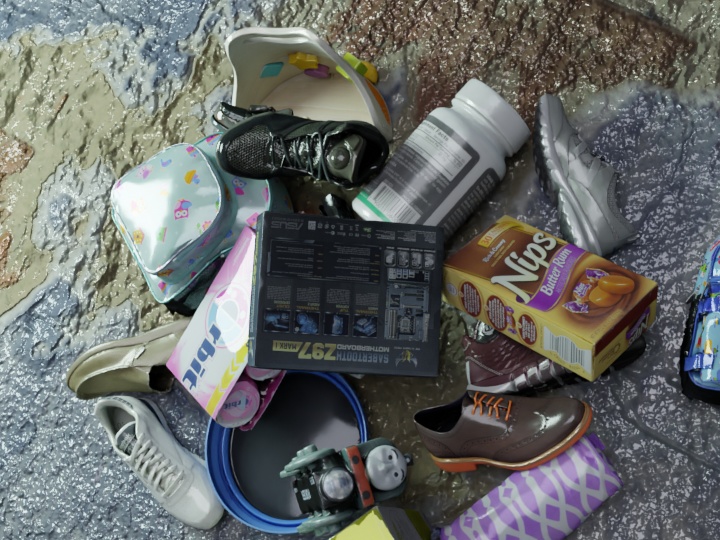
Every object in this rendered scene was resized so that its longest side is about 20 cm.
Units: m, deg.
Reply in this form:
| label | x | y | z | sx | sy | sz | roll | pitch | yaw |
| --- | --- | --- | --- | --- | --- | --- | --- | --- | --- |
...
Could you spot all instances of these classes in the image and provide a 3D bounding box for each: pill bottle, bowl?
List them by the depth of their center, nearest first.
| label | x | y | z | sx | sy | sz | roll | pitch | yaw |
| --- | --- | --- | --- | --- | --- | --- | --- | --- | --- |
| pill bottle | 0.093 | -0.110 | 1.172 | 0.200 | 0.113 | 0.113 | -47 | 66 | 1 |
| bowl | -0.081 | 0.199 | 1.185 | 0.198 | 0.039 | 0.204 | -5 | 74 | 18 |

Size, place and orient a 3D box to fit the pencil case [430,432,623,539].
| label | x | y | z | sx | sy | sz | roll | pitch | yaw |
| --- | --- | --- | --- | --- | --- | --- | --- | --- | --- |
| pencil case | 0.174 | 0.246 | 1.061 | 0.199 | 0.085 | 0.084 | -37 | 83 | 6 |

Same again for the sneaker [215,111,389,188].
| label | x | y | z | sx | sy | sz | roll | pitch | yaw |
| --- | --- | --- | --- | --- | --- | --- | --- | --- | --- |
| sneaker | -0.061 | -0.134 | 1.146 | 0.196 | 0.114 | 0.077 | 1 | 100 | -10 |

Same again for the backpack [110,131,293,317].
| label | x | y | z | sx | sy | sz | roll | pitch | yaw |
| --- | --- | --- | --- | --- | --- | --- | --- | --- | --- |
| backpack | -0.187 | -0.068 | 1.239 | 0.199 | 0.154 | 0.177 | -32 | 62 | -1 |

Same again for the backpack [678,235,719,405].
| label | x | y | z | sx | sy | sz | roll | pitch | yaw |
| --- | --- | --- | --- | --- | --- | --- | --- | --- | --- |
| backpack | 0.414 | 0.036 | 1.012 | 0.180 | 0.135 | 0.203 | 10 | 76 | 20 |

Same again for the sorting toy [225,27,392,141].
| label | x | y | z | sx | sy | sz | roll | pitch | yaw |
| --- | --- | --- | --- | --- | --- | --- | --- | --- | --- |
| sorting toy | -0.071 | -0.236 | 1.226 | 0.197 | 0.180 | 0.108 | 6 | 77 | 19 |

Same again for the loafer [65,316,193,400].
| label | x | y | z | sx | sy | sz | roll | pitch | yaw |
| --- | --- | --- | --- | --- | --- | --- | --- | --- | --- |
| loafer | -0.267 | 0.118 | 1.251 | 0.198 | 0.076 | 0.068 | -24 | 63 | 11 |

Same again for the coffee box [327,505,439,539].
| label | x | y | z | sx | sy | sz | roll | pitch | yaw |
| --- | --- | --- | --- | --- | --- | --- | --- | --- | --- |
| coffee box | 0.012 | 0.372 | 1.015 | 0.199 | 0.198 | 0.201 | -35 | 69 | 6 |

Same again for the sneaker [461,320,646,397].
| label | x | y | z | sx | sy | sz | roll | pitch | yaw |
| --- | --- | --- | --- | --- | --- | --- | --- | --- | --- |
| sneaker | 0.197 | 0.067 | 1.110 | 0.198 | 0.076 | 0.117 | -19 | 67 | 14 |

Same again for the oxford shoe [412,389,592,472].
| label | x | y | z | sx | sy | sz | roll | pitch | yaw |
| --- | --- | --- | --- | --- | --- | --- | --- | --- | --- |
| oxford shoe | 0.140 | 0.158 | 1.059 | 0.198 | 0.073 | 0.072 | -20 | 32 | 35 |

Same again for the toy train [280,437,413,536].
| label | x | y | z | sx | sy | sz | roll | pitch | yaw |
| --- | --- | --- | --- | --- | --- | --- | --- | --- | --- |
| toy train | -0.014 | 0.211 | 1.040 | 0.113 | 0.200 | 0.086 | -17 | 78 | -15 |

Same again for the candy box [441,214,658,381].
| label | x | y | z | sx | sy | sz | roll | pitch | yaw |
| --- | --- | --- | --- | --- | --- | --- | --- | --- | --- |
| candy box | 0.194 | 0.023 | 1.080 | 0.199 | 0.057 | 0.116 | 27 | 49 | 37 |

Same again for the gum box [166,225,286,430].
| label | x | y | z | sx | sy | sz | roll | pitch | yaw |
| --- | --- | --- | --- | --- | --- | --- | --- | --- | --- |
| gum box | -0.128 | 0.068 | 1.160 | 0.113 | 0.066 | 0.201 | 38 | 101 | 42 |

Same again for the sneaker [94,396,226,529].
| label | x | y | z | sx | sy | sz | roll | pitch | yaw |
| --- | --- | --- | --- | --- | --- | --- | --- | --- | --- |
| sneaker | -0.239 | 0.226 | 1.210 | 0.200 | 0.081 | 0.077 | 41 | 89 | 22 |

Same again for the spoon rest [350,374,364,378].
| label | x | y | z | sx | sy | sz | roll | pitch | yaw |
| --- | --- | --- | --- | --- | --- | --- | --- | --- | --- |
| spoon rest | -0.043 | 0.065 | 1.185 | 0.099 | 0.061 | 0.200 | -35 | 43 | -17 |

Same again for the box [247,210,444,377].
| label | x | y | z | sx | sy | sz | roll | pitch | yaw |
| --- | --- | --- | --- | --- | --- | --- | --- | --- | --- |
| box | -0.014 | 0.027 | 1.072 | 0.197 | 0.051 | 0.160 | 4 | 84 | -13 |

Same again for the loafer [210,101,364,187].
| label | x | y | z | sx | sy | sz | roll | pitch | yaw |
| --- | --- | --- | --- | --- | --- | --- | --- | --- | --- |
| loafer | -0.077 | -0.165 | 1.229 | 0.198 | 0.072 | 0.063 | 22 | 112 | -11 |

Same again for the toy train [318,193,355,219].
| label | x | y | z | sx | sy | sz | roll | pitch | yaw |
| --- | --- | --- | --- | --- | --- | --- | --- | --- | --- |
| toy train | 0.000 | 0.000 | 1.211 | 0.034 | 0.046 | 0.202 | -31 | 66 | 23 |

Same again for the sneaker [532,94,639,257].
| label | x | y | z | sx | sy | sz | roll | pitch | yaw |
| --- | --- | --- | --- | --- | --- | --- | --- | --- | --- |
| sneaker | 0.247 | -0.105 | 1.152 | 0.081 | 0.075 | 0.203 | -16 | 76 | -2 |
